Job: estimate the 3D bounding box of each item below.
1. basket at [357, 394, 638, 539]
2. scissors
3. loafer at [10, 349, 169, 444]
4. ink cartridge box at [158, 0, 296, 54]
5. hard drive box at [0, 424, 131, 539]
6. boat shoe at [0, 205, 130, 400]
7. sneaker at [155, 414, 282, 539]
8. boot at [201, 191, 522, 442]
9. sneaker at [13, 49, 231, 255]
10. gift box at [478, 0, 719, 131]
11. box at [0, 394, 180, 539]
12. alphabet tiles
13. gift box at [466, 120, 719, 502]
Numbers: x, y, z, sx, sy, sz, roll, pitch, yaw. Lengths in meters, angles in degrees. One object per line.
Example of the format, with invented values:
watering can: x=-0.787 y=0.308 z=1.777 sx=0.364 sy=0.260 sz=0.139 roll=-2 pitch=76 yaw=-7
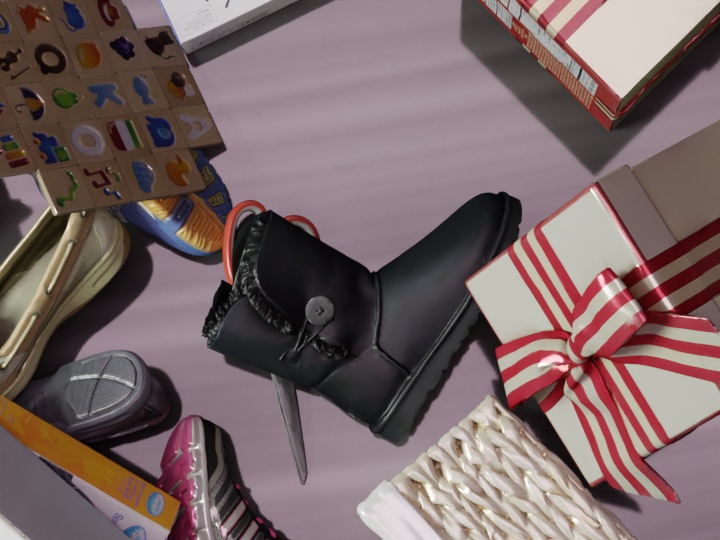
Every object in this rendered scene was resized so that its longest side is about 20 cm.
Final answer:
basket: x=0.108 y=0.192 z=1.591 sx=0.200 sy=0.136 sz=0.123 roll=44 pitch=85 yaw=6
scissors: x=-0.067 y=0.051 z=1.666 sx=0.073 sy=0.014 sz=0.201 roll=5 pitch=85 yaw=-25
loafer: x=-0.230 y=0.110 z=1.652 sx=0.199 sy=0.063 sz=0.072 roll=-14 pitch=58 yaw=17
ink cartridge box: x=-0.060 y=-0.244 z=1.697 sx=0.199 sy=0.044 sz=0.094 roll=-26 pitch=84 yaw=-1
hard drive box: x=-0.236 y=0.218 z=1.570 sx=0.200 sy=0.077 sz=0.156 roll=44 pitch=119 yaw=-13
boat shoe: x=-0.246 y=0.029 z=1.624 sx=0.201 sy=0.063 sz=0.073 roll=-46 pitch=49 yaw=0
sneaker: x=-0.085 y=0.196 z=1.632 sx=0.087 sy=0.074 sz=0.201 roll=-1 pitch=62 yaw=-28
boot: x=0.000 y=0.000 z=1.629 sx=0.168 sy=0.076 sz=0.201 roll=30 pitch=91 yaw=-12
sneaker: x=-0.183 y=-0.073 z=1.676 sx=0.200 sy=0.088 sz=0.075 roll=40 pitch=43 yaw=-10
gift box: x=0.178 y=-0.235 z=1.616 sx=0.187 sy=0.185 sz=0.200 roll=-43 pitch=89 yaw=-1
box: x=-0.219 y=0.169 z=1.610 sx=0.200 sy=0.042 sz=0.119 roll=31 pitch=121 yaw=-11
alphabet tiles: x=-0.192 y=-0.120 z=1.633 sx=0.199 sy=0.006 sz=0.167 roll=-12 pitch=70 yaw=-43
gift box: x=0.204 y=0.029 z=1.509 sx=0.186 sy=0.185 sz=0.200 roll=-26 pitch=77 yaw=-36
